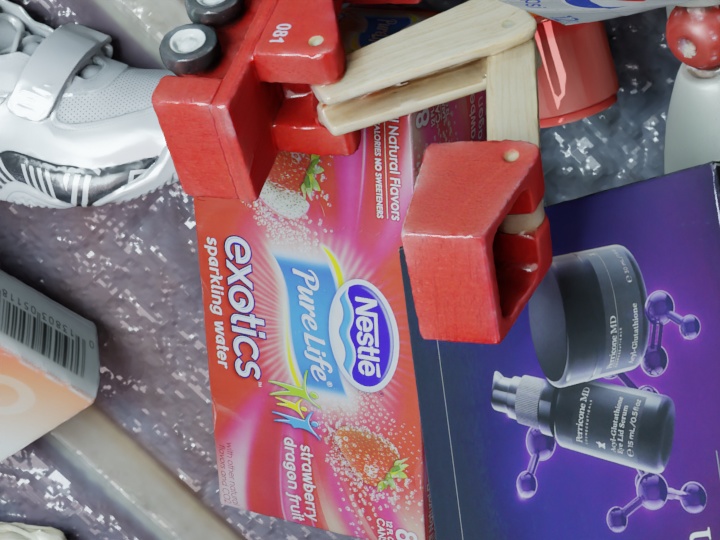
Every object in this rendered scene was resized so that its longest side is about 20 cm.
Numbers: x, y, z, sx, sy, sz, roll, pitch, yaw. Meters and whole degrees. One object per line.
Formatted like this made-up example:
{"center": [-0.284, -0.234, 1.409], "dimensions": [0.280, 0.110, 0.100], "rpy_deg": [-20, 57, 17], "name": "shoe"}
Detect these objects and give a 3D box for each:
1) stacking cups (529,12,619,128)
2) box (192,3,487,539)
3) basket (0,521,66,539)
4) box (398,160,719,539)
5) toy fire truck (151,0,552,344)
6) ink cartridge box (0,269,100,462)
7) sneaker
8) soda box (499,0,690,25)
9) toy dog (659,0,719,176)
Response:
{"center": [0.046, -0.150, 0.707], "dimensions": [0.060, 0.061, 0.201], "rpy_deg": [-10, 105, 17], "name": "stacking cups"}
{"center": [0.000, 0.000, 0.780], "dimensions": [0.099, 0.095, 0.201], "rpy_deg": [11, 120, 24], "name": "box"}
{"center": [-0.234, 0.197, 0.923], "dimensions": [0.199, 0.123, 0.136], "rpy_deg": [5, 123, 10], "name": "basket"}
{"center": [0.098, 0.077, 0.663], "dimensions": [0.141, 0.079, 0.201], "rpy_deg": [-16, 78, 45], "name": "box"}
{"center": [0.008, -0.069, 0.659], "dimensions": [0.141, 0.200, 0.049], "rpy_deg": [5, 138, 19], "name": "toy fire truck"}
{"center": [-0.240, 0.051, 0.856], "dimensions": [0.200, 0.050, 0.162], "rpy_deg": [-34, 132, 26], "name": "ink cartridge box"}
{"center": [-0.147, -0.090, 0.788], "dimensions": [0.199, 0.075, 0.115], "rpy_deg": [-1, 119, 16], "name": "sneaker"}
{"center": [0.071, -0.187, 0.633], "dimensions": [0.063, 0.068, 0.201], "rpy_deg": [-7, 83, 32], "name": "soda box"}
{"center": [0.154, -0.069, 0.721], "dimensions": [0.132, 0.096, 0.200], "rpy_deg": [37, 142, 27], "name": "toy dog"}
